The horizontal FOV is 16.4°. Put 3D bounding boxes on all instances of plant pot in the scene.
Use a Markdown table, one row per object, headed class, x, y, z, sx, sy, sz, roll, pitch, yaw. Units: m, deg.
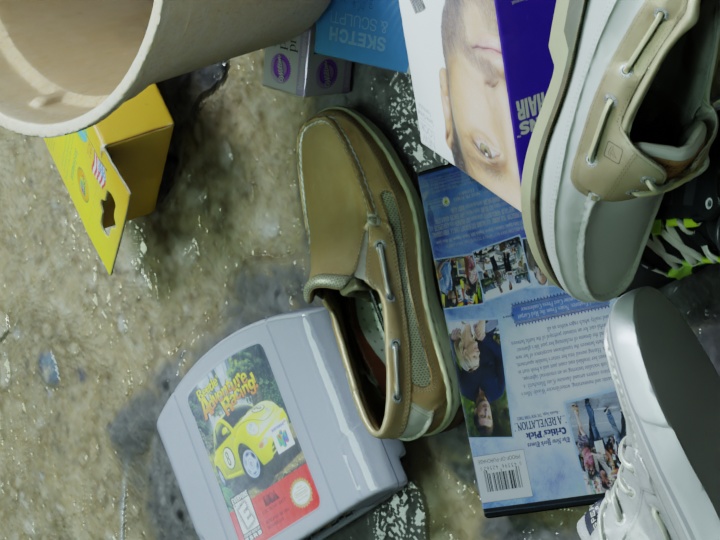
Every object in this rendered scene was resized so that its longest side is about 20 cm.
| class | x | y | z | sx | sy | sz | roll | pitch | yaw |
| --- | --- | --- | --- | --- | --- | --- | --- | --- | --- |
| plant pot | -0.115 | -0.182 | 1.360 | 0.200 | 0.183 | 0.201 | 9 | 105 | 39 |

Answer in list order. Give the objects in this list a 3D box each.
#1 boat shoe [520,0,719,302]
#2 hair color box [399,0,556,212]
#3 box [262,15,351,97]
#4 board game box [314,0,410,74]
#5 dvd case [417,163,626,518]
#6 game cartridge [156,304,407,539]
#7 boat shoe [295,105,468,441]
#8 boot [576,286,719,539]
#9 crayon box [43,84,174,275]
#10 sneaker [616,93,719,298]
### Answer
| class | x | y | z | sx | sy | sz | roll | pitch | yaw |
| --- | --- | --- | --- | --- | --- | --- | --- | --- | --- |
| boat shoe | 0.125 | -0.063 | 1.161 | 0.068 | 0.075 | 0.200 | 30 | 135 | 34 |
| hair color box | 0.065 | -0.141 | 1.215 | 0.109 | 0.065 | 0.200 | 39 | 147 | 54 |
| box | -0.023 | -0.201 | 1.433 | 0.039 | 0.041 | 0.200 | 19 | 109 | 43 |
| board game box | 0.061 | -0.177 | 1.349 | 0.200 | 0.040 | 0.153 | 16 | 108 | 43 |
| dvd case | 0.103 | 0.030 | 1.356 | 0.143 | 0.018 | 0.200 | -14 | 86 | 45 |
| game cartridge | -0.053 | 0.103 | 1.503 | 0.200 | 0.041 | 0.133 | -38 | 65 | 49 |
| boat shoe | 0.000 | 0.000 | 1.415 | 0.072 | 0.076 | 0.200 | -34 | 72 | 43 |
| boot | 0.145 | 0.113 | 1.266 | 0.096 | 0.074 | 0.200 | -21 | 92 | 34 |
| crayon box | -0.171 | -0.112 | 1.556 | 0.200 | 0.051 | 0.127 | 64 | 160 | 17 |
| sneaker | 0.169 | -0.035 | 1.215 | 0.072 | 0.083 | 0.200 | 35 | 133 | -16 |
